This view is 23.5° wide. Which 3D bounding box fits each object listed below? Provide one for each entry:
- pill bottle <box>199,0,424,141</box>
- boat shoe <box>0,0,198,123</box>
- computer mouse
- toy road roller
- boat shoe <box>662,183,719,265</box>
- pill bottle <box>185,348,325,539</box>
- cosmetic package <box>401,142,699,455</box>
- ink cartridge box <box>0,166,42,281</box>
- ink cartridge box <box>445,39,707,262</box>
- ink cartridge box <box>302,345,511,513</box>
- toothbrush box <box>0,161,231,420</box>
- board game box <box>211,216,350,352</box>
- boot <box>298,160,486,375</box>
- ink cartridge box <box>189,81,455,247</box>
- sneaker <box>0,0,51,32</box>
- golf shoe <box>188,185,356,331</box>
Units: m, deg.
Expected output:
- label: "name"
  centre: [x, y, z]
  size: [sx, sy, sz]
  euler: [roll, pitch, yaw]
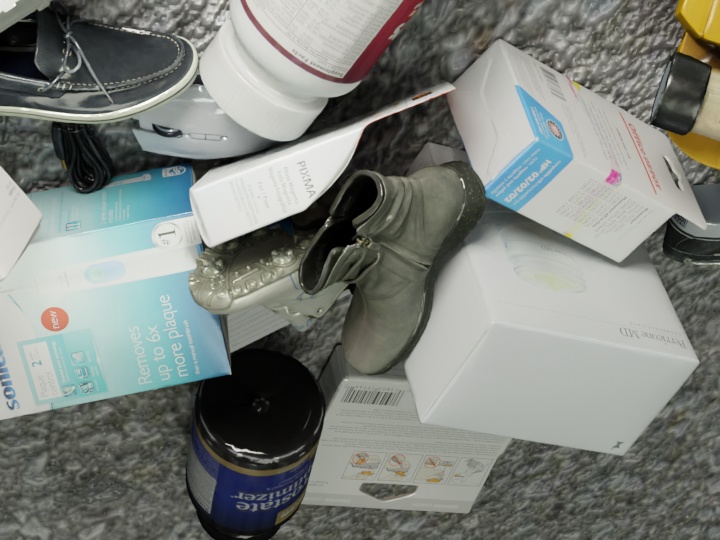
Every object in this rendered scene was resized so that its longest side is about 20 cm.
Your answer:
- label: "pill bottle"
  centre: [-0.020, -0.189, 1.172]
  size: [0.109, 0.110, 0.200]
  euler: [18, 128, -33]
- label: "boat shoe"
  centre: [-0.209, -0.146, 1.187]
  size: [0.198, 0.075, 0.063]
  euler: [-1, 143, -10]
- label: "computer mouse"
  centre: [-0.129, -0.110, 1.271]
  size: [0.198, 0.044, 0.110]
  euler: [-9, 137, -9]
- label: "toy road roller"
  centre: [0.291, -0.174, 1.289]
  size: [0.122, 0.146, 0.202]
  euler: [18, 99, 3]
- label: "boat shoe"
  centre: [0.357, -0.030, 1.491]
  size: [0.197, 0.074, 0.069]
  euler: [-3, 133, -14]
- label: "pill bottle"
  centre: [-0.096, 0.163, 1.516]
  size: [0.111, 0.113, 0.201]
  euler: [-5, 148, -13]
- label: "cosmetic package"
  centre: [0.132, 0.024, 1.383]
  size: [0.198, 0.201, 0.123]
  euler: [11, 132, -28]
- label: "ink cartridge box"
  centre: [-0.335, -0.056, 1.167]
  size: [0.146, 0.083, 0.200]
  euler: [-29, 113, 25]
- label: "ink cartridge box"
  centre: [0.169, -0.084, 1.342]
  size: [0.199, 0.116, 0.068]
  euler: [23, 127, -35]
- label: "ink cartridge box"
  centre: [0.042, 0.150, 1.606]
  size: [0.198, 0.045, 0.177]
  euler: [6, 133, -23]
- label: "toothbrush box"
  centre: [-0.208, 0.017, 1.317]
  size: [0.198, 0.086, 0.148]
  euler: [-10, 120, -1]
- label: "board game box"
  centre: [-0.117, 0.014, 1.416]
  size: [0.199, 0.035, 0.126]
  euler: [-26, 137, 10]
- label: "boot"
  centre: [0.000, 0.000, 1.269]
  size: [0.130, 0.068, 0.201]
  euler: [-10, 137, -44]
- label: "ink cartridge box"
  centre: [-0.021, -0.080, 1.260]
  size: [0.198, 0.163, 0.058]
  euler: [-16, 98, 3]
- label: "sneaker"
  centre: [-0.226, -0.207, 1.116]
  size: [0.199, 0.081, 0.076]
  euler: [-32, 180, -7]
- label: "golf shoe"
  centre: [-0.050, 0.009, 1.301]
  size: [0.199, 0.078, 0.098]
  euler: [-28, 125, -47]
